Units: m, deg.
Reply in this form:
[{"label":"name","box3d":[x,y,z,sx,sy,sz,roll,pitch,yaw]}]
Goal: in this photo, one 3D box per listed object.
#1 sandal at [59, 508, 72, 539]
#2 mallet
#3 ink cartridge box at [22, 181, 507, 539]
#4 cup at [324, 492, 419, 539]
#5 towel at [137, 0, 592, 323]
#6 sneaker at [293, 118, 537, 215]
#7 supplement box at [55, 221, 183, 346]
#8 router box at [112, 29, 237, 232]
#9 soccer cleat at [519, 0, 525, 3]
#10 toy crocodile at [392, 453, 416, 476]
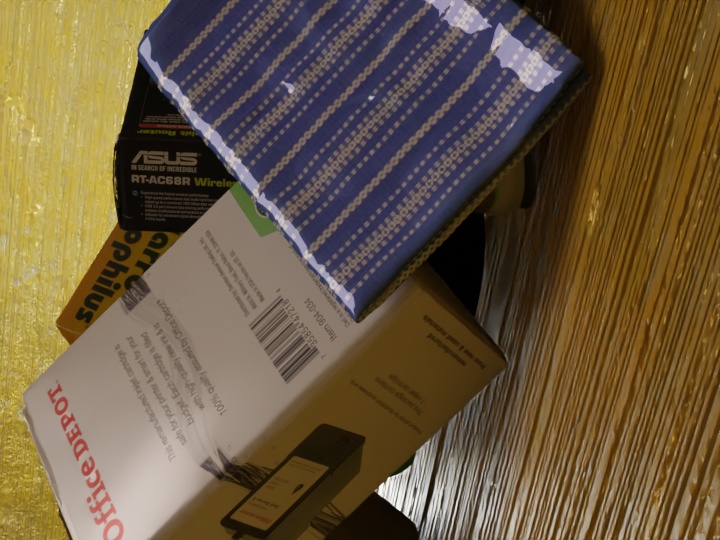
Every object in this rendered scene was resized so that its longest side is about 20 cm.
[{"label":"sandal","box3d":[-0.146,0.124,0.853,0.080,0.057,0.201,-95,13,-65]},{"label":"mallet","box3d":[0.036,0.034,0.816,0.200,0.041,0.066,101,177,-59]},{"label":"ink cartridge box","box3d":[-0.053,0.053,0.700,0.200,0.084,0.146,-44,44,7]},{"label":"cup","box3d":[-0.044,0.188,0.837,0.200,0.143,0.201,-172,90,-84]},{"label":"towel","box3d":[-0.010,-0.094,0.637,0.145,0.024,0.200,-47,57,10]},{"label":"sneaker","box3d":[-0.005,-0.092,0.676,0.200,0.088,0.077,51,155,30]},{"label":"supplement box","box3d":[-0.120,0.055,1.039,0.109,0.109,0.200,-62,-19,-22]},{"label":"router box","box3d":[-0.038,-0.082,0.859,0.150,0.199,0.062,-92,4,-58]},{"label":"soccer cleat","box3d":[0.057,-0.146,0.697,0.068,0.081,0.200,-48,-32,-28]},{"label":"toy crocodile","box3d":[-0.009,0.122,0.919,0.068,0.062,0.200,-108,23,-45]}]
